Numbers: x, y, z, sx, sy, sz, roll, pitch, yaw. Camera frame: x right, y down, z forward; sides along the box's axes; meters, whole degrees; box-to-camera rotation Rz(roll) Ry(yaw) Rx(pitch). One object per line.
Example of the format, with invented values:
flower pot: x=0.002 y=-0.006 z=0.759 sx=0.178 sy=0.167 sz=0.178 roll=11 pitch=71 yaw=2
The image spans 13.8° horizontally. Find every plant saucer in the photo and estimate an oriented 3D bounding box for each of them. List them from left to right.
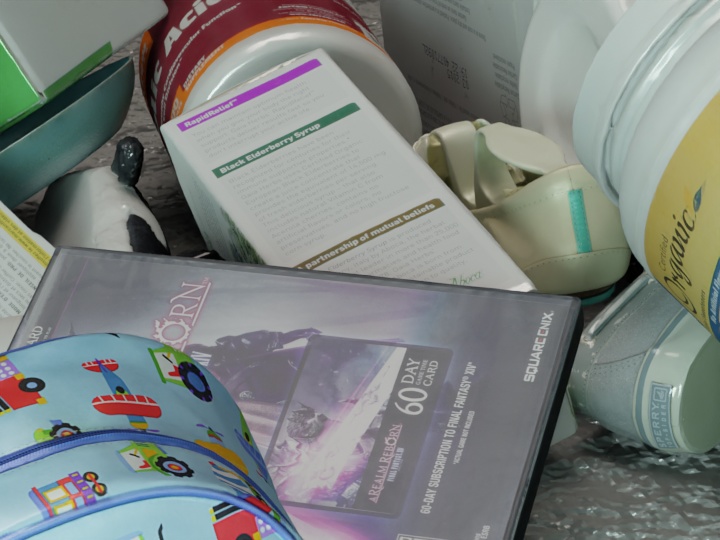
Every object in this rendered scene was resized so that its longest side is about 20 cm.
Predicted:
plant saucer: x=-0.183 y=-0.035 z=1.363 sx=0.200 sy=0.027 sz=0.200 roll=-31 pitch=10 yaw=6

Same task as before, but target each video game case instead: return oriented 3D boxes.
video game case: x=-0.034 y=0.053 z=1.034 sx=0.200 sy=0.019 sz=0.143 roll=6 pitch=44 yaw=14

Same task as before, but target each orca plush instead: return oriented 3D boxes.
orca plush: x=-0.088 y=0.001 z=1.275 sx=0.071 sy=0.105 sz=0.200 roll=25 pitch=-10 yaw=-20

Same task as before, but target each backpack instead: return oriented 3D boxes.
backpack: x=-0.074 y=0.127 z=0.800 sx=0.182 sy=0.200 sz=0.135 roll=-17 pitch=24 yaw=-24

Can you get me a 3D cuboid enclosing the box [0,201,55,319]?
box: x=-0.200 y=0.037 z=1.174 sx=0.049 sy=0.082 sz=0.200 roll=-46 pitch=-1 yaw=43

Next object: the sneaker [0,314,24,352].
sneaker: x=-0.068 y=0.068 z=1.101 sx=0.118 sy=0.074 sz=0.200 roll=-19 pitch=34 yaw=-11

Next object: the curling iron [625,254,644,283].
curling iron: x=0.046 y=0.011 z=1.269 sx=0.200 sy=0.026 sz=0.050 roll=-19 pitch=24 yaw=-26

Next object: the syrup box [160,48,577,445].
syrup box: x=0.000 y=0.000 z=1.173 sx=0.081 sy=0.079 sz=0.200 roll=-26 pitch=39 yaw=-10

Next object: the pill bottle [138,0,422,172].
pill bottle: x=-0.045 y=-0.088 z=1.423 sx=0.114 sy=0.114 sz=0.200 roll=-11 pitch=22 yaw=-8

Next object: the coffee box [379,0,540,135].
coffee box: x=0.130 y=-0.157 z=1.424 sx=0.197 sy=0.200 sz=0.200 roll=-14 pitch=23 yaw=-18

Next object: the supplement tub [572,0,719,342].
supplement tub: x=0.185 y=-0.020 z=1.066 sx=0.144 sy=0.145 sz=0.200 roll=-22 pitch=52 yaw=-31

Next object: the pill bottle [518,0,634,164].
pill bottle: x=0.181 y=-0.076 z=1.296 sx=0.200 sy=0.114 sz=0.114 roll=-2 pitch=19 yaw=-23

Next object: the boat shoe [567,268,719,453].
boat shoe: x=0.145 y=0.005 z=1.196 sx=0.071 sy=0.070 sz=0.201 roll=14 pitch=33 yaw=30

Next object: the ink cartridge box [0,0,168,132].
ink cartridge box: x=-0.211 y=-0.090 z=1.393 sx=0.200 sy=0.083 sz=0.147 roll=-29 pitch=10 yaw=28

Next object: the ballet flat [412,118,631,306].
ballet flat: x=0.055 y=-0.032 z=1.235 sx=0.069 sy=0.070 sz=0.200 roll=-16 pitch=14 yaw=-20
